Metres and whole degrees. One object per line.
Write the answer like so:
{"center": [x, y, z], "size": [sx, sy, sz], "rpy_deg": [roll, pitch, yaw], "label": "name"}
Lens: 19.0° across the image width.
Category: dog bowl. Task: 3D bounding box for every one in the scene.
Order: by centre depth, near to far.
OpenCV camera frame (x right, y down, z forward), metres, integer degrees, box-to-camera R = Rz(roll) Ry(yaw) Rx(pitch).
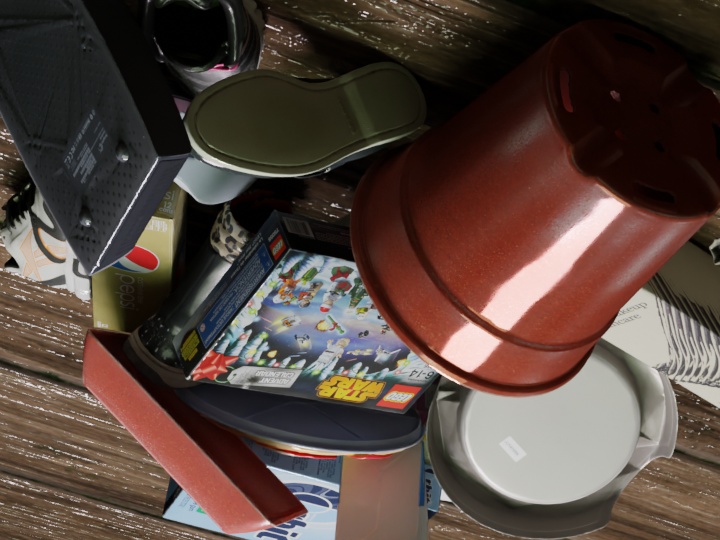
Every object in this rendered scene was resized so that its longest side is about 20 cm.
{"center": [0.149, 0.114, 1.713], "size": [0.200, 0.059, 0.200], "rpy_deg": [0, 113, -1], "label": "dog bowl"}

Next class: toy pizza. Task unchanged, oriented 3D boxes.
{"center": [-0.049, 0.113, 1.673], "size": [0.200, 0.032, 0.200], "rpy_deg": [11, -167, -3], "label": "toy pizza"}

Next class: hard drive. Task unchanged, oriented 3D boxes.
{"center": [-0.175, -0.112, 1.340], "size": [0.042, 0.200, 0.135], "rpy_deg": [-11, 150, -37], "label": "hard drive"}

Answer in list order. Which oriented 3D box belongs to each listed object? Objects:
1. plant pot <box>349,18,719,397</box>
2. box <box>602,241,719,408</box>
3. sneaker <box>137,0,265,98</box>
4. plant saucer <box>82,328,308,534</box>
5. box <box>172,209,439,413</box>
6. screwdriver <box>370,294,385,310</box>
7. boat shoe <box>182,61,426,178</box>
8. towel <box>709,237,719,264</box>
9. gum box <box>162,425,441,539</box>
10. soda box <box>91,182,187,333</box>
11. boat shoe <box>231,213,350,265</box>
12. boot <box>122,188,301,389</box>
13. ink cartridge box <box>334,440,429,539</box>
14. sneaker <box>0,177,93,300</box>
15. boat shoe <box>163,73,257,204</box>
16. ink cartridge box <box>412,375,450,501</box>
{"center": [0.127, -0.050, 1.396], "size": [0.201, 0.201, 0.195], "rpy_deg": [21, 141, -22], "label": "plant pot"}
{"center": [0.242, 0.031, 1.623], "size": [0.200, 0.068, 0.082], "rpy_deg": [28, 146, -33], "label": "box"}
{"center": [-0.104, -0.151, 1.358], "size": [0.074, 0.087, 0.200], "rpy_deg": [6, 152, 4], "label": "sneaker"}
{"center": [-0.132, 0.130, 1.654], "size": [0.200, 0.037, 0.200], "rpy_deg": [46, -178, 7], "label": "plant saucer"}
{"center": [-0.012, 0.033, 1.506], "size": [0.200, 0.040, 0.137], "rpy_deg": [11, 131, -38], "label": "box"}
{"center": [0.048, -0.020, 1.481], "size": [0.028, 0.200, 0.029], "rpy_deg": [-15, 102, 33], "label": "screwdriver"}
{"center": [-0.047, -0.093, 1.400], "size": [0.199, 0.075, 0.066], "rpy_deg": [-21, 176, -43], "label": "boat shoe"}
{"center": [0.345, -0.034, 1.389], "size": [0.200, 0.035, 0.193], "rpy_deg": [-10, -177, -12], "label": "towel"}
{"center": [-0.051, 0.191, 1.844], "size": [0.200, 0.045, 0.170], "rpy_deg": [16, 150, -12], "label": "gum box"}
{"center": [-0.167, -0.024, 1.629], "size": [0.064, 0.068, 0.200], "rpy_deg": [10, 152, -1], "label": "soda box"}
{"center": [0.000, 0.000, 1.560], "size": [0.200, 0.071, 0.063], "rpy_deg": [-17, 130, -19], "label": "boat shoe"}
{"center": [-0.077, 0.010, 1.646], "size": [0.204, 0.073, 0.154], "rpy_deg": [-12, 142, -57], "label": "boot"}
{"center": [0.020, 0.236, 1.741], "size": [0.067, 0.116, 0.200], "rpy_deg": [1, 144, 5], "label": "ink cartridge box"}
{"center": [-0.236, -0.038, 1.618], "size": [0.080, 0.074, 0.200], "rpy_deg": [12, 151, -1], "label": "sneaker"}
{"center": [-0.136, -0.108, 1.479], "size": [0.071, 0.091, 0.200], "rpy_deg": [-49, 156, 10], "label": "boat shoe"}
{"center": [0.056, 0.131, 1.837], "size": [0.200, 0.085, 0.145], "rpy_deg": [11, 152, -1], "label": "ink cartridge box"}
